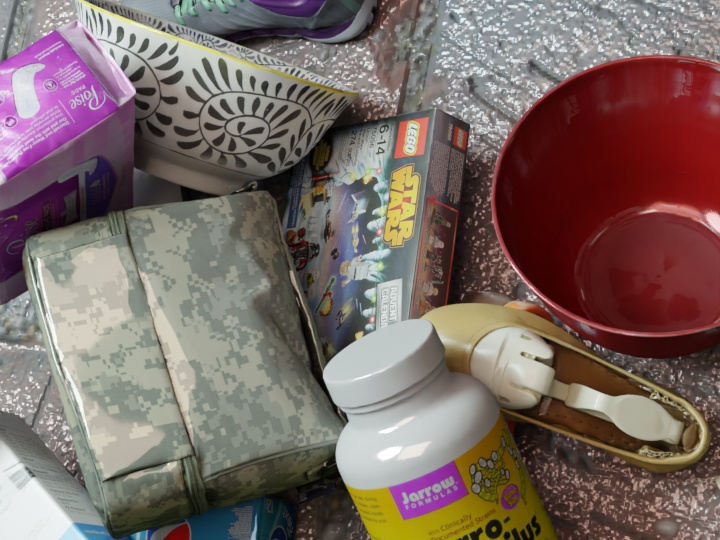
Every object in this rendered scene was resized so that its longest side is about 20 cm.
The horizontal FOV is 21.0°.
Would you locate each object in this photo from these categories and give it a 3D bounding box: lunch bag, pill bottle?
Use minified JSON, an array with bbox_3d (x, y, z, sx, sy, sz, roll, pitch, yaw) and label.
[{"bbox_3d":[-0.105,0.057,1.219,0.166,0.139,0.202,-17,75,-5],"label":"lunch bag"},{"bbox_3d":[0.050,0.134,1.163,0.103,0.104,0.201,-22,106,14],"label":"pill bottle"}]

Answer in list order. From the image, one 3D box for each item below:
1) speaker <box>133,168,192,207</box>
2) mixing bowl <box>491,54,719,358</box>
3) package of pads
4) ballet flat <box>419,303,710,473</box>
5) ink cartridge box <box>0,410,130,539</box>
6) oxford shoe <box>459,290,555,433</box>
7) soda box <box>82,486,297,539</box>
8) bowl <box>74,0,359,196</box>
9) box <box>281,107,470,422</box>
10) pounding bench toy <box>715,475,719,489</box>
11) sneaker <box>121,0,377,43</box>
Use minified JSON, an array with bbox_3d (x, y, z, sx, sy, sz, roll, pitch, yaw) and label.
[{"bbox_3d":[-0.152,-0.013,1.357,0.081,0.081,0.202,-17,70,15],"label":"speaker"},{"bbox_3d":[0.183,-0.022,1.205,0.198,0.109,0.202,-4,59,7],"label":"mixing bowl"},{"bbox_3d":[-0.206,-0.061,1.223,0.120,0.200,0.076,-35,77,-19],"label":"package of pads"},{"bbox_3d":[0.127,0.069,1.194,0.198,0.063,0.069,19,87,-6],"label":"ballet flat"},{"bbox_3d":[-0.242,0.170,1.272,0.200,0.068,0.116,44,98,27],"label":"ink cartridge box"},{"bbox_3d":[0.056,0.108,1.265,0.073,0.071,0.201,23,82,47],"label":"oxford shoe"},{"bbox_3d":[-0.146,0.181,1.309,0.198,0.068,0.065,1,78,21],"label":"soda box"},{"bbox_3d":[-0.108,-0.107,1.294,0.199,0.200,0.095,23,99,24],"label":"bowl"},{"bbox_3d":[0.000,0.000,1.288,0.136,0.040,0.202,-7,69,44],"label":"box"},{"bbox_3d":[0.268,0.174,1.108,0.124,0.156,0.200,-43,65,5],"label":"pounding bench toy"},{"bbox_3d":[-0.091,-0.204,1.381,0.198,0.087,0.075,-2,75,20],"label":"sneaker"}]
